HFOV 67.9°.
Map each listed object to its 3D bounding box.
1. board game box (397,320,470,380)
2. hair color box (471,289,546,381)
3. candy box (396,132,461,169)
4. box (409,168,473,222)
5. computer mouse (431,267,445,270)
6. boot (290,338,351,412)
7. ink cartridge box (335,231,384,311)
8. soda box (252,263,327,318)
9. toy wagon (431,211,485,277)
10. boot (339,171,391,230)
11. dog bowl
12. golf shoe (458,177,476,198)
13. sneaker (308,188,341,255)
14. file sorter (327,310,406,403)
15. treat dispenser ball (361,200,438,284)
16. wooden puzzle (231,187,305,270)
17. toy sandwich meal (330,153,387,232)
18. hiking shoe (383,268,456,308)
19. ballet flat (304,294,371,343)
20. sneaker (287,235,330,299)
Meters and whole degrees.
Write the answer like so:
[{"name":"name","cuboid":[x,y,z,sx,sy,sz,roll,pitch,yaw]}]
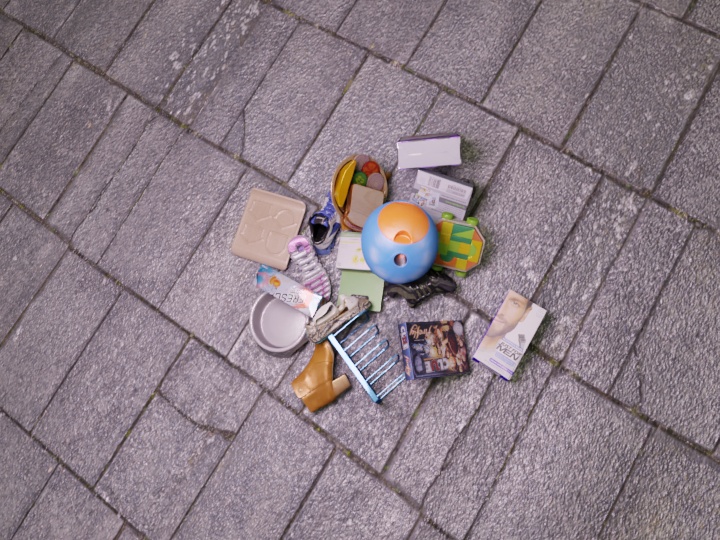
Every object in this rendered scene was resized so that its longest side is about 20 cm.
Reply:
[{"name":"board game box","cuboid":[0.189,0.199,1.354,0.195,0.034,0.140,1,74,-35]},{"name":"hair color box","cuboid":[0.382,0.167,1.380,0.108,0.065,0.203,29,82,15]},{"name":"candy box","cuboid":[0.185,-0.327,1.450,0.162,0.201,0.074,-3,107,8]},{"name":"box","cuboid":[0.199,-0.153,1.432,0.152,0.041,0.205,18,114,8]},{"name":"computer mouse","cuboid":[0.152,-0.037,1.484,0.194,0.034,0.060,14,88,5]},{"name":"boot","cuboid":[-0.127,0.259,1.425,0.141,0.071,0.205,-28,81,-2]},{"name":"ink cartridge box","cuboid":[0.000,0.000,1.468,0.142,0.048,0.206,4,77,28]},{"name":"soda box","cuboid":[-0.188,0.057,1.432,0.196,0.068,0.065,27,85,13]},{"name":"toy wagon","cuboid":[0.225,-0.072,1.412,0.194,0.040,0.160,13,114,9]},{"name":"boot","cuboid":[0.014,-0.196,1.519,0.197,0.070,0.149,-20,108,-32]},{"name":"dog bowl","cuboid":[-0.219,0.138,1.486,0.193,0.059,0.207,-2,76,9]},{"name":"golf shoe","cuboid":[0.237,-0.181,1.484,0.198,0.095,0.078,-35,103,23]},{"name":"sneaker","cuboid":[-0.088,-0.148,1.500,0.078,0.115,0.205,18,81,11]},{"name":"file sorter","cuboid":[0.027,0.224,1.388,0.122,0.139,0.201,-38,74,-5]},{"name":"treat dispenser ball","cuboid":[0.097,-0.070,1.336,0.194,0.201,0.208,-2,77,8]},{"name":"wooden puzzle","cuboid":[-0.264,-0.120,1.562,0.180,0.046,0.206,16,85,13]},{"name":"toy sandwich meal","cuboid":[0.006,-0.207,1.428,0.200,0.070,0.212,-6,100,-31]},{"name":"hiking shoe","cuboid":[0.160,0.050,1.444,0.193,0.076,0.104,7,108,7]},{"name":"ballet flat","cuboid":[-0.059,0.110,1.388,0.197,0.067,0.077,-32,118,-19]},{"name":"sneaker","cuboid":[-0.137,-0.004,1.498,0.078,0.089,0.205,-22,97,3]}]
